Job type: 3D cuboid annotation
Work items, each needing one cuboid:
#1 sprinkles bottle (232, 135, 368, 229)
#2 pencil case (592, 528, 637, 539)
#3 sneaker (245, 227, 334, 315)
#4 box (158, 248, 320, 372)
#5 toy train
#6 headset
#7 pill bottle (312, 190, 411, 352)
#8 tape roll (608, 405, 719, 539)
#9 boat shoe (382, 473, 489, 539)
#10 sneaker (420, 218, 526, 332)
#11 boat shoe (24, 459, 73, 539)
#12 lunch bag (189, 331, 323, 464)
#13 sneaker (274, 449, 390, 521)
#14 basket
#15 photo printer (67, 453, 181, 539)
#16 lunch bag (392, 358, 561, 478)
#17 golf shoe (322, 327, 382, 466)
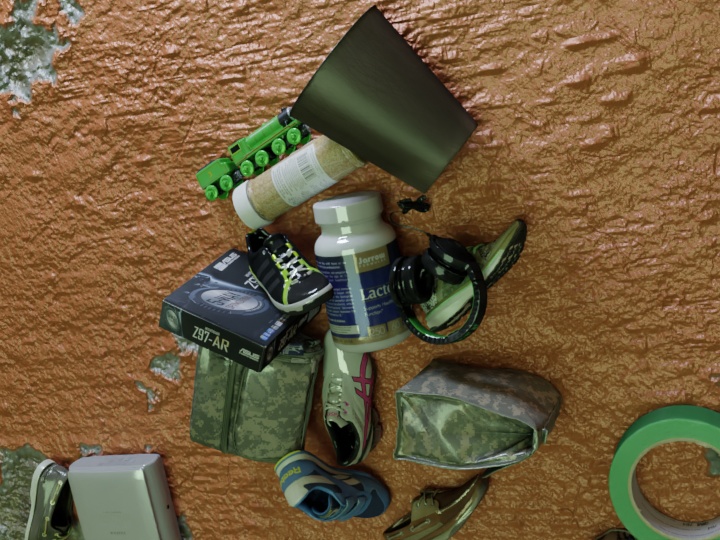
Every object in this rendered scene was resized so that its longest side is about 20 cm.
[{"bbox_3d":[-0.083,-0.128,1.505,0.199,0.068,0.069,-28,95,26],"label":"sprinkles bottle"},{"bbox_3d":[0.357,0.464,1.506,0.077,0.089,0.202,-5,105,22],"label":"pencil case"},{"bbox_3d":[-0.108,-0.005,1.466,0.199,0.071,0.084,28,143,54],"label":"sneaker"},{"bbox_3d":[-0.160,0.050,1.517,0.159,0.200,0.044,23,119,14],"label":"box"},{"bbox_3d":[-0.152,-0.163,1.539,0.199,0.042,0.057,-31,83,27],"label":"toy train"},{"bbox_3d":[0.097,-0.003,1.431,0.123,0.094,0.202,-30,76,30],"label":"headset"},{"bbox_3d":[0.000,0.000,1.486,0.114,0.116,0.202,-6,104,23],"label":"pill bottle"},{"bbox_3d":[0.429,0.279,1.442,0.198,0.048,0.203,7,109,20],"label":"tape roll"},{"bbox_3d":[0.104,0.354,1.581,0.072,0.076,0.200,46,115,5],"label":"boat shoe"},{"bbox_3d":[0.137,-0.007,1.460,0.089,0.077,0.200,49,114,14],"label":"sneaker"},{"bbox_3d":[-0.519,0.421,1.848,0.060,0.072,0.204,15,107,22],"label":"boat shoe"},{"bbox_3d":[-0.144,0.170,1.584,0.166,0.139,0.202,16,111,14],"label":"lunch bag"},{"bbox_3d":[-0.036,0.329,1.580,0.199,0.083,0.074,24,117,-32],"label":"sneaker"},{"bbox_3d":[0.041,-0.206,1.397,0.199,0.136,0.181,38,83,-1],"label":"basket"},{"bbox_3d":[-0.381,0.403,1.788,0.164,0.069,0.202,-5,104,23],"label":"photo printer"},{"bbox_3d":[0.162,0.197,1.456,0.198,0.164,0.119,5,103,20],"label":"lunch bag"},{"bbox_3d":[-0.019,0.180,1.564,0.072,0.092,0.202,-6,103,25],"label":"golf shoe"}]
